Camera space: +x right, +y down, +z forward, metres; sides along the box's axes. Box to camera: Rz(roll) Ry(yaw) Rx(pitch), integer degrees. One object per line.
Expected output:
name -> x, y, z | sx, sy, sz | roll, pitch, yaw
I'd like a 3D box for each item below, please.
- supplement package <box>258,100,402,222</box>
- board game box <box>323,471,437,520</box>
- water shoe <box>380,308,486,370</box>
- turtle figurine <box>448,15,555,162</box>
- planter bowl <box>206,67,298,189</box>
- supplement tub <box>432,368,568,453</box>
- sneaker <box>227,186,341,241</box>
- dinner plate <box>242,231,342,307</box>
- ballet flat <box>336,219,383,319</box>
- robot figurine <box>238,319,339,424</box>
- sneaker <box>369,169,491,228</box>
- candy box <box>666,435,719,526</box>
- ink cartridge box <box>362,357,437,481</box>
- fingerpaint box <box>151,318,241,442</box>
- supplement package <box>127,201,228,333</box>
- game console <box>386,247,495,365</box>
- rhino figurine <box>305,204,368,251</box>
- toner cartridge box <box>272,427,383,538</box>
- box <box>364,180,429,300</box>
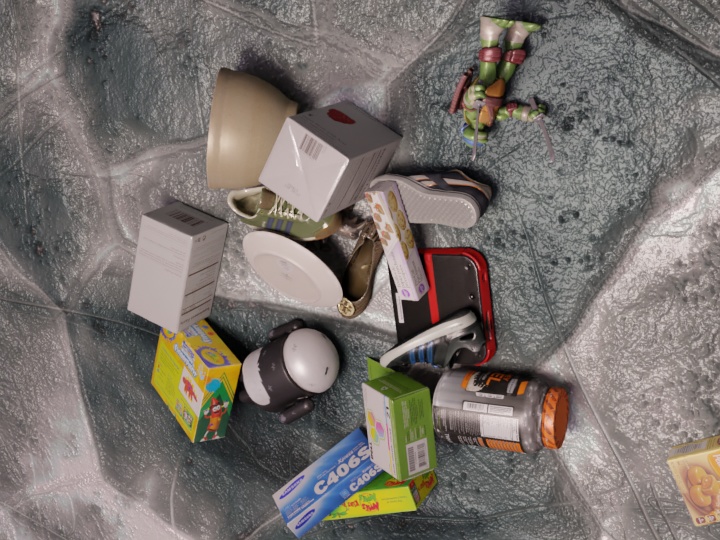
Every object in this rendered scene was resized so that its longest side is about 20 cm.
supplement package -> -0.044, -0.177, 1.466 | 0.121, 0.200, 0.120 | 35, 119, 12
board game box -> 0.027, 0.396, 1.673 | 0.200, 0.102, 0.048 | -15, 100, 30
water shoe -> 0.116, 0.135, 1.531 | 0.200, 0.071, 0.079 | -31, 90, 37
turtle figurine -> 0.217, -0.260, 1.343 | 0.144, 0.200, 0.194 | 6, 108, -11
planter bowl -> -0.173, -0.226, 1.540 | 0.135, 0.200, 0.201 | 7, 112, -4
supplement tub -> 0.227, 0.228, 1.503 | 0.200, 0.123, 0.123 | 3, 108, 26
sneaker -> -0.136, -0.099, 1.544 | 0.200, 0.090, 0.067 | 7, 71, 32
dinner plate -> -0.122, 0.006, 1.605 | 0.200, 0.024, 0.200 | 24, 151, 14
ballet flat -> 0.000, 0.000, 1.591 | 0.067, 0.046, 0.200 | 32, 118, 16
robot figurine -> -0.130, 0.182, 1.674 | 0.200, 0.125, 0.150 | -28, 97, 31
sneaker -> 0.114, -0.119, 1.478 | 0.200, 0.079, 0.079 | 17, 131, 30
candy box -> 0.576, 0.301, 1.386 | 0.200, 0.055, 0.116 | -23, 95, 31
ink cartridge box -> 0.040, 0.248, 1.579 | 0.200, 0.076, 0.148 | 19, 120, 58
fingerpaint box -> -0.312, 0.195, 1.754 | 0.200, 0.073, 0.167 | 40, 124, 44
supplement package -> -0.339, -0.007, 1.722 | 0.117, 0.117, 0.200 | 24, 115, 18
game console -> 0.134, 0.061, 1.556 | 0.177, 0.031, 0.200 | 1, 106, 33
rhino figurine -> -0.076, -0.076, 1.595 | 0.200, 0.060, 0.088 | -6, 85, 29
toner cartridge box -> -0.055, 0.375, 1.654 | 0.200, 0.095, 0.043 | -38, 118, -5
box -> 0.060, -0.046, 1.494 | 0.039, 0.041, 0.200 | 2, 121, 40
